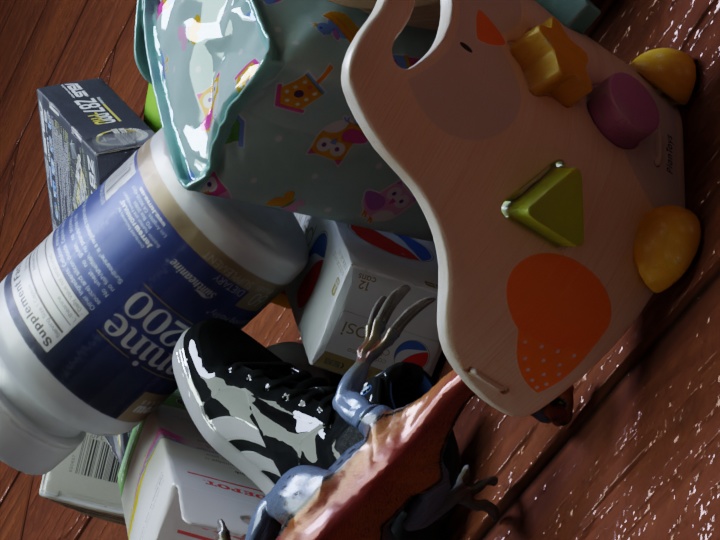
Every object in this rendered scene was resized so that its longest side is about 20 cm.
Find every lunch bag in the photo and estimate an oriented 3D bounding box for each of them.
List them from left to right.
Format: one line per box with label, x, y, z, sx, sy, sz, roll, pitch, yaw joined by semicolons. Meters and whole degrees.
lunch bag;-0.027;-0.123;1.497;0.122;0.170;0.200;-59;35;31

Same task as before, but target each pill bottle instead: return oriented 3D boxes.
pill bottle;-0.133;0.020;1.521;0.200;0.111;0.111;-43;25;18

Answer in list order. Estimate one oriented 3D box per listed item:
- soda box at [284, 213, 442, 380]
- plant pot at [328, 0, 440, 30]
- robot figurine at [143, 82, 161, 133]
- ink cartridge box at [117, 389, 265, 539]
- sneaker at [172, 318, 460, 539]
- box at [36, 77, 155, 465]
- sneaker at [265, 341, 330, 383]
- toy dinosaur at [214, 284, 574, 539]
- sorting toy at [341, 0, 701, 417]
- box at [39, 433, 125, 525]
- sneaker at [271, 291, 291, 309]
soda box;0.000;0.000;1.536;0.200;0.068;0.064;-114;44;-69
plant pot;0.059;-0.188;1.412;0.201;0.093;0.201;-17;42;16
robot figurine;-0.074;-0.088;1.672;0.175;0.116;0.200;-58;-20;-68
ink cartridge box;-0.065;0.138;1.516;0.200;0.117;0.067;-115;44;-70
sneaker;-0.013;0.070;1.401;0.200;0.073;0.112;51;126;30
box;-0.150;-0.001;1.660;0.161;0.049;0.200;-134;38;-66
sneaker;-0.070;0.093;1.692;0.200;0.076;0.081;-54;14;47
toy dinosaur;0.017;0.106;1.245;0.181;0.105;0.200;-44;13;45
sorting toy;0.053;-0.075;1.171;0.107;0.180;0.200;-27;41;30
box;-0.155;0.132;1.823;0.200;0.082;0.068;74;-151;-81
sneaker;-0.067;-0.046;1.827;0.077;0.073;0.200;-62;18;24
